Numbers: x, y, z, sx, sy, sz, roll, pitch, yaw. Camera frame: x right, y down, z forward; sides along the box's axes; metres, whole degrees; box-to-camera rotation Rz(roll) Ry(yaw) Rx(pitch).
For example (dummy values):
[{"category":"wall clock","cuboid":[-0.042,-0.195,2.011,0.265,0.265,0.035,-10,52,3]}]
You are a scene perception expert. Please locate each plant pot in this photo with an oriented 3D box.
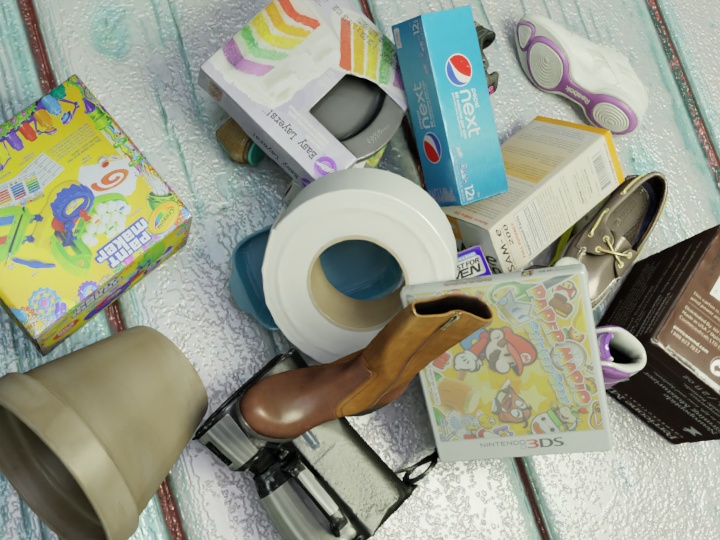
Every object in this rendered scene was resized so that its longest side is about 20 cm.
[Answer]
[{"category":"plant pot","cuboid":[-0.249,0.150,0.992,0.200,0.200,0.173,49,56,1]}]

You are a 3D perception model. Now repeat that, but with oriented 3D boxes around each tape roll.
[{"category":"tape roll","cuboid":[0.000,0.000,1.037,0.200,0.071,0.205,3,115,6]}]

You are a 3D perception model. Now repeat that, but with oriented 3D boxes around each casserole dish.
[{"category":"casserole dish","cuboid":[-0.047,-0.010,1.103,0.198,0.039,0.122,-20,110,6]}]

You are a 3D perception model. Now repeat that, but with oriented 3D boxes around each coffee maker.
[{"category":"coffee maker","cuboid":[-0.047,0.186,1.064,0.201,0.135,0.192,52,47,1]}]

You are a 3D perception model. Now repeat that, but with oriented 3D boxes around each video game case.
[{"category":"video game case","cuboid":[0.146,0.098,1.000,0.180,0.023,0.202,-7,112,17]}]

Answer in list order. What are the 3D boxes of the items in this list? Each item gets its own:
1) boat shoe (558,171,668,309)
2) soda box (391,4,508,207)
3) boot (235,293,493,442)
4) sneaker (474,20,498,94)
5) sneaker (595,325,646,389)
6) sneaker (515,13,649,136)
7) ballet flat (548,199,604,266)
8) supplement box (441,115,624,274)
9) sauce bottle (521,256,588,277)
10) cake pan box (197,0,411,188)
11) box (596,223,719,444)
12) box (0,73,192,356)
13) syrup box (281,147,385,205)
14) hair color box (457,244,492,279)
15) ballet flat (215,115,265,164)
[{"category":"boat shoe","cuboid":[0.286,-0.032,1.144,0.072,0.060,0.201,39,69,-4]},{"category":"soda box","cuboid":[0.096,-0.173,1.079,0.067,0.064,0.202,-17,100,-27]},{"category":"boot","cuboid":[0.002,0.090,0.928,0.187,0.200,0.069,3,60,-36]},{"category":"sneaker","cuboid":[0.124,-0.217,1.213,0.083,0.077,0.202,13,75,-6]},{"category":"sneaker","cuboid":[0.197,0.075,1.028,0.198,0.114,0.074,8,73,-17]},{"category":"sneaker","cuboid":[0.280,-0.256,1.272,0.200,0.075,0.100,41,53,-1]},{"category":"ballet flat","cuboid":[0.268,-0.022,1.205,0.066,0.067,0.201,32,72,-6]},{"category":"supplement box","cuboid":[0.189,-0.088,1.165,0.199,0.126,0.074,-38,122,-18]},{"category":"sauce bottle","cuboid":[0.191,0.029,1.105,0.065,0.200,0.067,4,74,-14]},{"category":"cake pan box","cuboid":[-0.047,-0.202,1.100,0.200,0.052,0.184,45,74,0]},{"category":"box","cuboid":[0.382,0.079,1.138,0.165,0.200,0.165,37,72,-2]},{"category":"box","cuboid":[-0.313,-0.054,1.046,0.200,0.122,0.193,-39,88,-19]},{"category":"syrup box","cuboid":[-0.010,-0.155,1.164,0.081,0.079,0.202,26,73,-6]},{"category":"hair color box","cuboid":[0.130,0.085,1.125,0.064,0.109,0.202,-19,81,-17]},{"category":"ballet flat","cuboid":[-0.100,-0.212,1.173,0.072,0.068,0.201,31,75,16]}]
